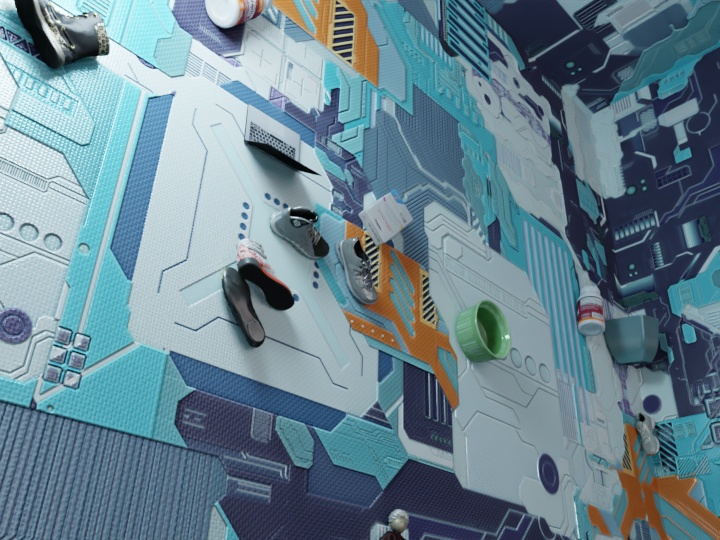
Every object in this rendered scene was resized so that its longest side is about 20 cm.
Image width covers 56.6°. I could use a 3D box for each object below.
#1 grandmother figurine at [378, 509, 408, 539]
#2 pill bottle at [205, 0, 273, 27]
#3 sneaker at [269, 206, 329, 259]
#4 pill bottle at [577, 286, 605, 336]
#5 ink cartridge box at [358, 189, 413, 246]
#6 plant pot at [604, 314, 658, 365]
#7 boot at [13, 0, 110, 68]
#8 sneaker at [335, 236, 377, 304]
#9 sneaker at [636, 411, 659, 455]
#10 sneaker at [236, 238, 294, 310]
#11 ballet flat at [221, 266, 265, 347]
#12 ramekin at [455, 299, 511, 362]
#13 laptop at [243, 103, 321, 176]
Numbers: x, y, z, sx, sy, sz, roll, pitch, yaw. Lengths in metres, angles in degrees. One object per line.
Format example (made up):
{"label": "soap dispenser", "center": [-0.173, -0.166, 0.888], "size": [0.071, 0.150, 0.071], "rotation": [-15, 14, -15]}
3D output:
{"label": "grandmother figurine", "center": [0.083, 0.685, 1.628], "size": [0.121, 0.060, 0.202], "rotation": [43, 45, -37]}
{"label": "pill bottle", "center": [-0.333, -0.754, 1.871], "size": [0.110, 0.109, 0.200], "rotation": [56, 40, -11]}
{"label": "sneaker", "center": [-0.132, -0.103, 1.750], "size": [0.199, 0.115, 0.076], "rotation": [31, 50, -35]}
{"label": "pill bottle", "center": [0.995, 0.173, 2.891], "size": [0.113, 0.112, 0.202], "rotation": [38, 46, -29]}
{"label": "ink cartridge box", "center": [0.069, -0.156, 2.046], "size": [0.116, 0.067, 0.200], "rotation": [59, 38, -7]}
{"label": "plant pot", "center": [1.231, 0.322, 3.030], "size": [0.195, 0.195, 0.203], "rotation": [14, 69, -44]}
{"label": "boot", "center": [-0.639, -0.540, 1.438], "size": [0.150, 0.073, 0.202], "rotation": [-32, 99, -50]}
{"label": "sneaker", "center": [0.000, 0.000, 1.873], "size": [0.075, 0.082, 0.202], "rotation": [-28, 92, -51]}
{"label": "sneaker", "center": [1.246, 0.713, 2.935], "size": [0.092, 0.076, 0.201], "rotation": [35, 39, -21]}
{"label": "sneaker", "center": [-0.228, 0.006, 1.621], "size": [0.202, 0.067, 0.109], "rotation": [48, 18, -43]}
{"label": "ballet flat", "center": [-0.279, 0.087, 1.549], "size": [0.066, 0.057, 0.202], "rotation": [-15, 76, -36]}
{"label": "ramekin", "center": [0.403, 0.206, 2.211], "size": [0.199, 0.097, 0.202], "rotation": [25, 54, -39]}
{"label": "laptop", "center": [-0.205, -0.351, 1.799], "size": [0.186, 0.115, 0.202], "rotation": [26, 53, -39]}
